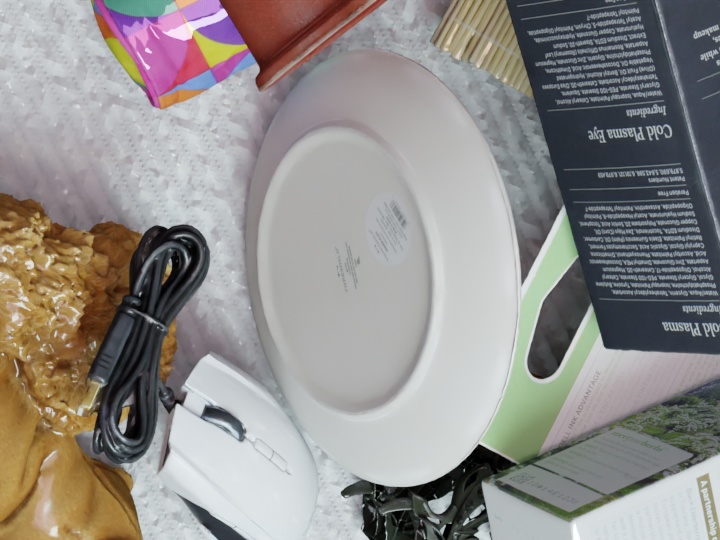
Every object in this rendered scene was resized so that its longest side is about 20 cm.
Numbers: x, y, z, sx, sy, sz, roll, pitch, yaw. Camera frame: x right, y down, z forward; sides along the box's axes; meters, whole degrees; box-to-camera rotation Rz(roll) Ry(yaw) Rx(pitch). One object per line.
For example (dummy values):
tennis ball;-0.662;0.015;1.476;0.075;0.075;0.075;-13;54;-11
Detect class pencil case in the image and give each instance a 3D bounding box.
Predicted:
pencil case;-0.030;-0.153;1.107;0.200;0.088;0.088;-29;105;-5

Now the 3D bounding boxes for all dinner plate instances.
dinner plate;0.000;0.000;1.088;0.024;0.200;0.201;-7;105;-39

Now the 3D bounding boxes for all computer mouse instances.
computer mouse;-0.061;0.076;1.116;0.200;0.044;0.110;55;44;-47

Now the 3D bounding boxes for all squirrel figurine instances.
squirrel figurine;-0.159;0.068;1.104;0.187;0.142;0.200;39;96;-21

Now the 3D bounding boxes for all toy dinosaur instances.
toy dinosaur;0.068;0.096;1.183;0.200;0.102;0.136;45;76;3

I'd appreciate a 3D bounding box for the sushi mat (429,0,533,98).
sushi mat;0.118;-0.173;1.131;0.096;0.012;0.200;29;91;20

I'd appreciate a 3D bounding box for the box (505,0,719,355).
box;0.186;-0.080;1.064;0.200;0.104;0.182;-22;101;-30

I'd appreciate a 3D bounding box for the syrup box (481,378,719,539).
syrup box;0.163;0.103;1.088;0.200;0.079;0.082;-20;108;-24

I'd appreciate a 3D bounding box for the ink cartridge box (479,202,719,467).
ink cartridge box;0.139;0.049;1.136;0.200;0.048;0.146;29;85;-27

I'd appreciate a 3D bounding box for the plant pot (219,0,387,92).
plant pot;-0.019;-0.210;0.965;0.201;0.201;0.195;-37;94;0
